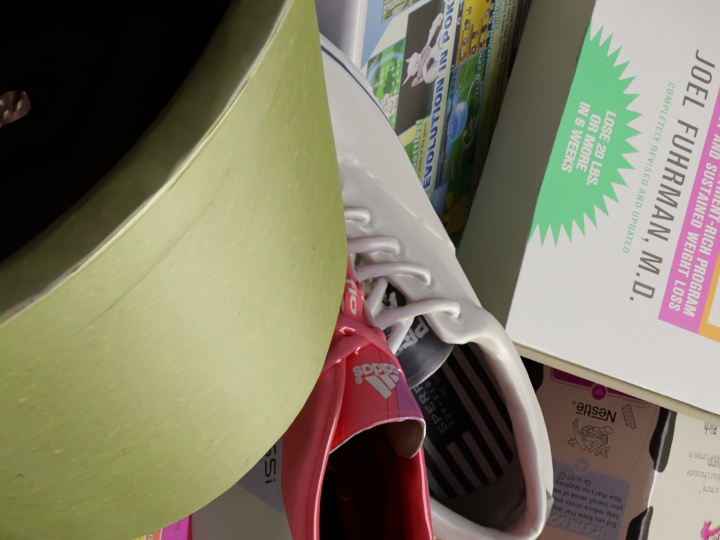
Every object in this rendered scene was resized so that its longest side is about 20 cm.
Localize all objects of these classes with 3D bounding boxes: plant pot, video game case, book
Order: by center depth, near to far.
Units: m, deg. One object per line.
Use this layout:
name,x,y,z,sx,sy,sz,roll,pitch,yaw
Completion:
plant pot,-0.081,-0.032,0.516,0.190,0.199,0.201,64,47,-64
video game case,0.034,-0.087,0.868,0.182,0.022,0.201,-36,140,-51
book,0.121,-0.019,0.929,0.200,0.048,0.134,20,85,-39

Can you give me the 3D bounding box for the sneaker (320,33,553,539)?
sneaker,0.000,0.000,0.778,0.073,0.071,0.200,-42,124,-4

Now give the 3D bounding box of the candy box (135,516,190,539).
candy box,-0.122,0.093,0.665,0.200,0.061,0.137,2,100,-61

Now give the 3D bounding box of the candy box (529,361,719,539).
candy box,0.123,0.017,1.037,0.136,0.061,0.201,15,88,-59

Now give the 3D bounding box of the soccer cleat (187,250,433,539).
soccer cleat,-0.019,0.013,0.683,0.067,0.076,0.201,-2,79,-46
